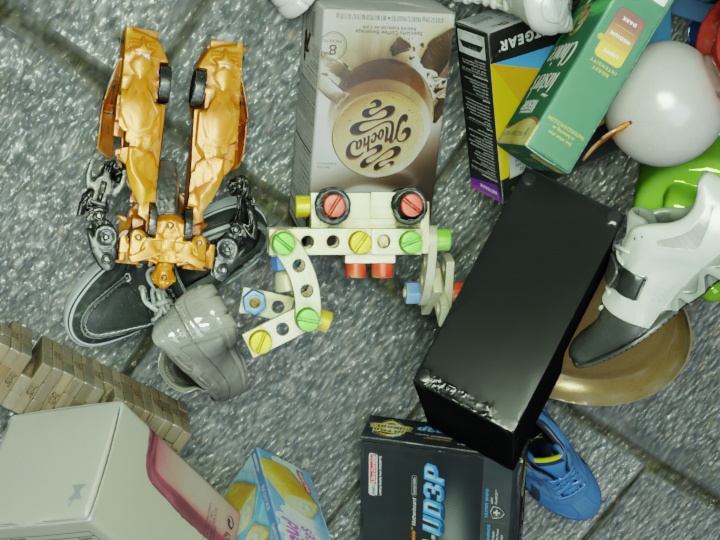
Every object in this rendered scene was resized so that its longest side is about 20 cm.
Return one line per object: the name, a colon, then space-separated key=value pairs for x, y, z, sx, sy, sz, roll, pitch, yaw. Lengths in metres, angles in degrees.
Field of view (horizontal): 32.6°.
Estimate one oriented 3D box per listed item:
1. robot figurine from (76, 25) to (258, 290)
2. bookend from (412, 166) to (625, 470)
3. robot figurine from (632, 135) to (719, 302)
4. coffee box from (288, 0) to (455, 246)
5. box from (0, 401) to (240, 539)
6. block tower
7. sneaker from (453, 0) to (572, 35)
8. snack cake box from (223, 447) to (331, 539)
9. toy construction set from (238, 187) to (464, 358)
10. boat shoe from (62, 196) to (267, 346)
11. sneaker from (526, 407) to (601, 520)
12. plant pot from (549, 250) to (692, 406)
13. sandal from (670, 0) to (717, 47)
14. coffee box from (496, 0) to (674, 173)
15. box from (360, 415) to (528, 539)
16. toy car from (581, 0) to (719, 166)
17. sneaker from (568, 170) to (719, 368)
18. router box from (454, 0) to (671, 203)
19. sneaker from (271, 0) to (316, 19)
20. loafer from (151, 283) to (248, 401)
robot figurine: x=-0.150 y=-0.085 z=0.985 sx=0.143 sy=0.058 sz=0.203 roll=6 pitch=89 yaw=-17
bookend: x=0.136 y=0.049 z=1.058 sx=0.091 sy=0.199 sz=0.202 roll=26 pitch=79 yaw=14
robot figurine: x=0.300 y=-0.062 z=1.087 sx=0.114 sy=0.200 sz=0.178 roll=14 pitch=116 yaw=10
coffee box: x=0.006 y=-0.125 z=1.034 sx=0.111 sy=0.080 sz=0.203 roll=-1 pitch=113 yaw=-15
box: x=-0.211 y=0.214 z=1.056 sx=0.126 sy=0.110 sz=0.201 roll=-9 pitch=139 yaw=25
block tower: x=-0.240 y=0.114 z=1.086 sx=0.199 sy=0.054 sz=0.058 roll=31 pitch=103 yaw=-25
sneaker: x=0.106 y=-0.226 z=0.958 sx=0.098 sy=0.201 sz=0.079 roll=-14 pitch=119 yaw=2
snack cake box: x=-0.084 y=0.267 z=1.113 sx=0.067 sy=0.200 sz=0.116 roll=30 pitch=103 yaw=-24
toy construction set: x=0.000 y=0.000 z=0.991 sx=0.197 sy=0.092 sz=0.133 roll=-1 pitch=93 yaw=-22
boat shoe: x=-0.164 y=0.011 z=1.053 sx=0.197 sy=0.068 sz=0.074 roll=-26 pitch=117 yaw=-3
sneaker: x=0.188 y=0.196 z=1.227 sx=0.066 sy=0.079 sz=0.201 roll=-38 pitch=119 yaw=1
plant pot: x=0.208 y=0.048 z=1.146 sx=0.197 sy=0.028 sz=0.202 roll=11 pitch=135 yaw=11
sandal: x=0.295 y=-0.251 z=1.062 sx=0.087 sy=0.080 sz=0.200 roll=-39 pitch=116 yaw=8
coffee box: x=0.179 y=-0.170 z=0.930 sx=0.044 sy=0.123 sz=0.202 roll=30 pitch=95 yaw=-7
box: x=0.079 y=0.246 z=1.199 sx=0.157 sy=0.046 sz=0.203 roll=7 pitch=114 yaw=13
toy car: x=0.259 y=-0.140 z=0.959 sx=0.198 sy=0.177 sz=0.186 roll=-26 pitch=90 yaw=12
sneaker: x=0.230 y=-0.002 z=0.988 sx=0.089 sy=0.074 sz=0.200 roll=49 pitch=118 yaw=4
router box: x=0.177 y=-0.164 z=1.045 sx=0.198 sy=0.051 sz=0.151 roll=-25 pitch=123 yaw=-24
sneaker: x=-0.030 y=-0.297 z=0.954 sx=0.079 sy=0.074 sz=0.201 roll=29 pitch=103 yaw=-22
loafer: x=-0.138 y=0.070 z=1.038 sx=0.069 sy=0.070 sz=0.201 roll=-28 pitch=159 yaw=-11
